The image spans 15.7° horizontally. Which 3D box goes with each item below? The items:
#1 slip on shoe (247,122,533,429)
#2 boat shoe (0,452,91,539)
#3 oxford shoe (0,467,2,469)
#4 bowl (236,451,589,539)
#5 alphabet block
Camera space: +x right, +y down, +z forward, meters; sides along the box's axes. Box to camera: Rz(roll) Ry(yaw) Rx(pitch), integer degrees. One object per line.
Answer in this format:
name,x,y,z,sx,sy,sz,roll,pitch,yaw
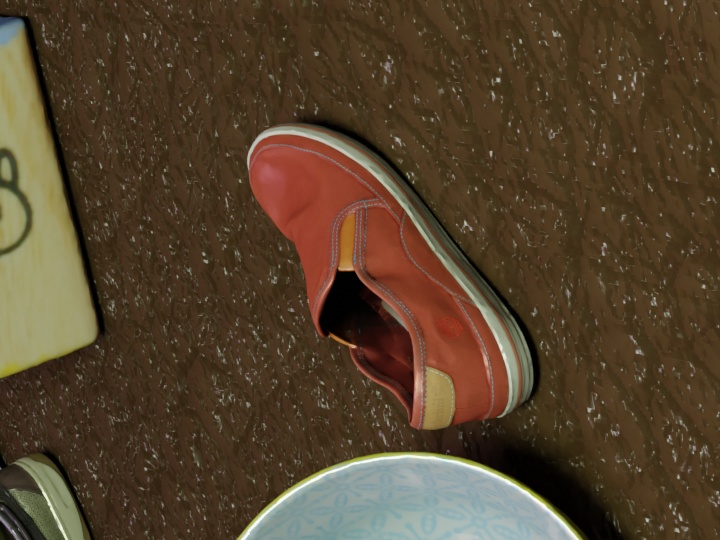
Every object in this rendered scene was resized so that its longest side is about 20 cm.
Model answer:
slip on shoe,0.000,0.000,1.183,0.200,0.061,0.074,49,148,37
boat shoe,-0.195,0.219,1.688,0.200,0.065,0.073,63,151,10
oxford shoe,-0.240,0.207,1.761,0.200,0.071,0.073,59,146,20
bowl,0.037,0.180,1.162,0.200,0.200,0.108,62,-165,14
alphabet block,-0.294,-0.035,1.561,0.196,0.195,0.201,17,124,60
